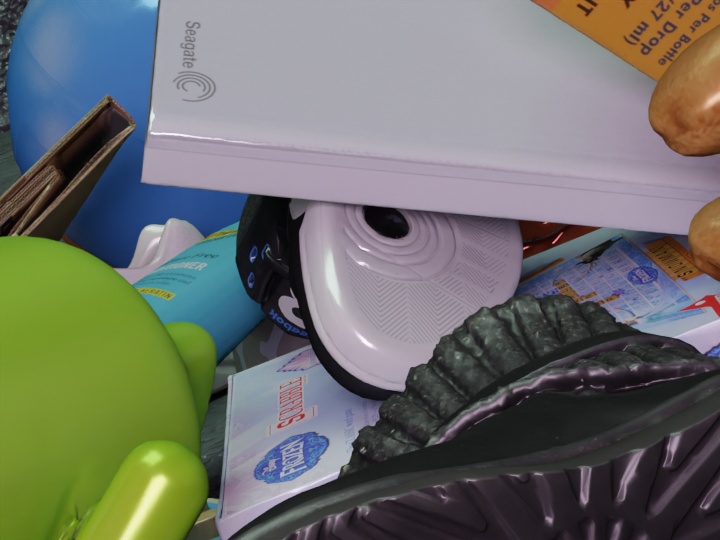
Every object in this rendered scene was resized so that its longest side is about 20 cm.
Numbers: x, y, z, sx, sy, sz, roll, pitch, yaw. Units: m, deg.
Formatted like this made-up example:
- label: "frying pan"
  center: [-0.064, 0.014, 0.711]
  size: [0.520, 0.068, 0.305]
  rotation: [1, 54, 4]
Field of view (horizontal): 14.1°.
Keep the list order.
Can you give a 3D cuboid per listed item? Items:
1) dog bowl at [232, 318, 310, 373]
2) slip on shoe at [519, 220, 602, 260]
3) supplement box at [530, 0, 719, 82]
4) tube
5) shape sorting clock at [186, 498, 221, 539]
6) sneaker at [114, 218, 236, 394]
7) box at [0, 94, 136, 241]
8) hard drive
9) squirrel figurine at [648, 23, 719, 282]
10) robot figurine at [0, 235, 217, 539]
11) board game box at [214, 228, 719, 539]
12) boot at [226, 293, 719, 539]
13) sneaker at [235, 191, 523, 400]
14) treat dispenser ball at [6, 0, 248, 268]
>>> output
- label: "dog bowl"
  center: [0.031, -0.009, 1.207]
  size: [0.199, 0.059, 0.200]
  rotation: [-21, 10, 4]
- label: "slip on shoe"
  center: [0.092, -0.010, 1.087]
  size: [0.198, 0.062, 0.074]
  rotation: [-9, -2, -3]
- label: "supplement box"
  center: [0.138, -0.079, 0.908]
  size: [0.067, 0.199, 0.069]
  rotation: [-49, 24, 30]
- label: "tube"
  center: [-0.064, 0.017, 1.091]
  size: [0.077, 0.051, 0.200]
  rotation: [-5, 24, 38]
- label: "shape sorting clock"
  center: [-0.131, 0.113, 0.959]
  size: [0.199, 0.039, 0.200]
  rotation: [-22, 10, 4]
- label: "sneaker"
  center: [-0.139, 0.044, 1.245]
  size: [0.200, 0.081, 0.070]
  rotation: [-28, 13, -24]
- label: "box"
  center: [-0.178, 0.025, 1.250]
  size: [0.164, 0.021, 0.200]
  rotation: [-49, -1, -37]
- label: "hard drive"
  center: [0.032, -0.065, 0.948]
  size: [0.198, 0.027, 0.132]
  rotation: [5, 38, -4]
- label: "squirrel figurine"
  center: [0.178, -0.044, 0.780]
  size: [0.198, 0.142, 0.187]
  rotation: [-10, 31, 4]
- label: "robot figurine"
  center: [-0.125, 0.058, 0.833]
  size: [0.175, 0.116, 0.200]
  rotation: [32, 29, 25]
- label: "board game box"
  center: [0.052, 0.037, 0.955]
  size: [0.198, 0.041, 0.200]
  rotation: [-22, 10, 3]
- label: "boot"
  center: [0.020, 0.068, 0.733]
  size: [0.210, 0.080, 0.158]
  rotation: [-15, 13, -25]
- label: "sneaker"
  center: [0.000, 0.000, 0.983]
  size: [0.201, 0.073, 0.112]
  rotation: [-84, 20, -52]
- label: "treat dispenser ball"
  center: [-0.073, -0.085, 1.424]
  size: [0.200, 0.202, 0.201]
  rotation: [-21, 10, 4]
